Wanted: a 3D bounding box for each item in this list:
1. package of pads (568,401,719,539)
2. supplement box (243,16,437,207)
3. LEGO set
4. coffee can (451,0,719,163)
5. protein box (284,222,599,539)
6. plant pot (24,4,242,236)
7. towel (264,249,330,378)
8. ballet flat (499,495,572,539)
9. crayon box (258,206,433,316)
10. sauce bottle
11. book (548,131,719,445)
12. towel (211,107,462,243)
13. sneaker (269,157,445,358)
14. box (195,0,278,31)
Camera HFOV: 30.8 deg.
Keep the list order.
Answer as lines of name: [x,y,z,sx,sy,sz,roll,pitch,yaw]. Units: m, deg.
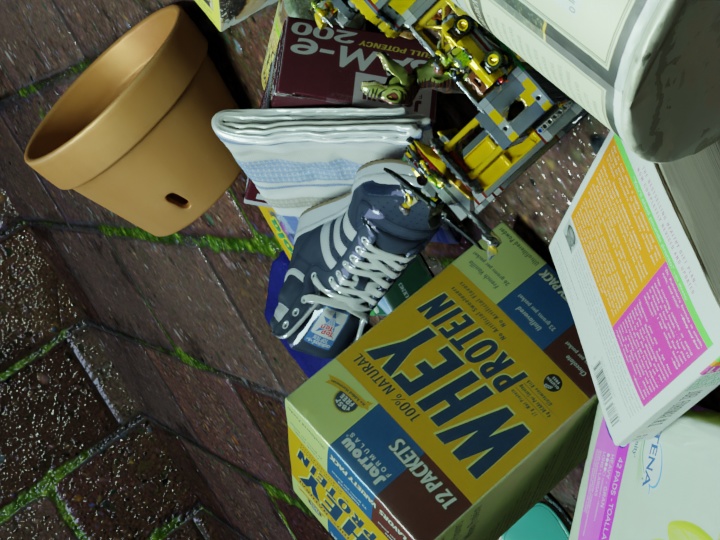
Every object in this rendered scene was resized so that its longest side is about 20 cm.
package of pads: [0.207,0.160,0.780,0.200,0.068,0.156,13,90,63]
supplement box: [-0.019,-0.100,0.932,0.200,0.108,0.061,125,153,-69]
LEGO set: [0.037,-0.091,0.703,0.154,0.116,0.200,47,-162,-3]
coffee can: [0.088,-0.160,0.530,0.200,0.146,0.147,45,158,27]
protein box: [0.066,0.112,0.930,0.135,0.200,0.199,45,160,19]
plant pot: [-0.194,-0.127,1.221,0.140,0.200,0.200,46,166,-25]
towel: [-0.021,0.079,1.341,0.200,0.049,0.148,49,153,20]
ballet flat: [0.139,0.214,1.166,0.200,0.074,0.074,54,161,11]
crayon box: [-0.022,-0.025,1.160,0.126,0.051,0.200,60,161,-11]
sauce bottle: [-0.040,-0.152,0.976,0.065,0.065,0.200,52,160,10]
book: [0.158,0.008,0.716,0.200,0.048,0.134,108,150,-68]
towel: [-0.009,-0.061,0.914,0.146,0.024,0.200,2,161,13]
sneaker: [0.000,0.000,0.874,0.070,0.109,0.200,23,160,-19]
box: [-0.086,-0.259,0.901,0.050,0.075,0.200,49,161,23]
